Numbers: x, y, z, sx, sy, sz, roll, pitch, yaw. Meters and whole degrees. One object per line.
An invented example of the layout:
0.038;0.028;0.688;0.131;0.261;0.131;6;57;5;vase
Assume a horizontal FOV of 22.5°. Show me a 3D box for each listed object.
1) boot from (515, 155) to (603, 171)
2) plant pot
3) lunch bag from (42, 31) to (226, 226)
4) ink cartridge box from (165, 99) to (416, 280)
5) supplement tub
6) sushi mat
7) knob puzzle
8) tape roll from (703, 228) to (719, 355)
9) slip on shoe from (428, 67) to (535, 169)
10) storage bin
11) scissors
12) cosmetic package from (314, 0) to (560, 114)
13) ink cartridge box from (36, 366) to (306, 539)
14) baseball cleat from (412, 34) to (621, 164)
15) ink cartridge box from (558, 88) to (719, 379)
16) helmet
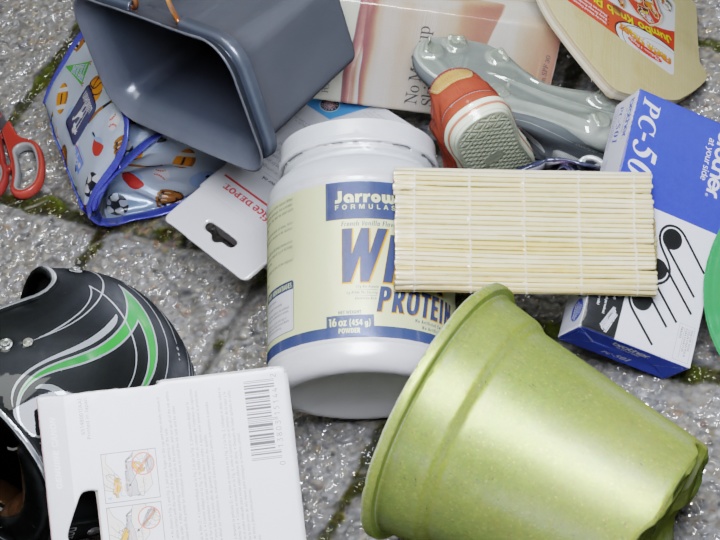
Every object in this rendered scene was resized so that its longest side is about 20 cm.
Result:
0.198;-0.054;1.429;0.200;0.090;0.073;-17;49;2;boot
0.130;0.137;1.247;0.184;0.200;0.200;27;63;20;plant pot
-0.177;-0.147;1.595;0.200;0.124;0.170;-31;49;5;lunch bag
-0.050;-0.060;1.520;0.200;0.067;0.116;-41;53;-18;ink cartridge box
0.000;0.000;1.376;0.145;0.145;0.200;-6;69;11;supplement tub
0.121;-0.029;1.321;0.200;0.012;0.096;1;71;-9;sushi mat
0.205;-0.204;1.510;0.030;0.220;0.220;-43;37;38;knob puzzle
0.350;0.013;1.308;0.200;0.048;0.201;-12;66;29;tape roll
0.092;-0.099;1.426;0.074;0.200;0.061;-30;67;-1;slip on shoe
-0.111;-0.192;1.440;0.200;0.146;0.134;23;54;41;storage bin
-0.332;-0.137;1.701;0.073;0.014;0.200;-16;48;6;scissors
0.061;-0.193;1.525;0.200;0.103;0.087;6;35;-3;cosmetic package
-0.128;0.175;1.270;0.176;0.045;0.200;-6;87;-9;ink cartridge box
0.128;-0.121;1.479;0.200;0.106;0.070;22;52;0;baseball cleat
0.221;-0.029;1.374;0.094;0.044;0.200;21;70;-13;ink cartridge box
-0.216;0.098;1.363;0.200;0.200;0.191;24;41;30;helmet
